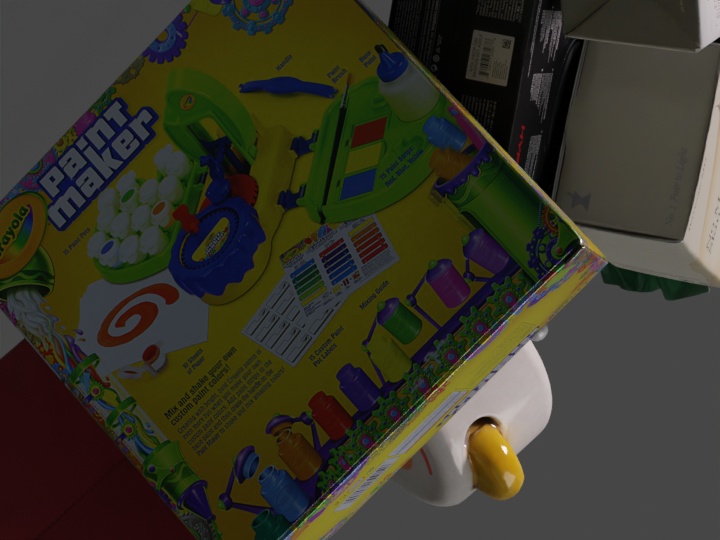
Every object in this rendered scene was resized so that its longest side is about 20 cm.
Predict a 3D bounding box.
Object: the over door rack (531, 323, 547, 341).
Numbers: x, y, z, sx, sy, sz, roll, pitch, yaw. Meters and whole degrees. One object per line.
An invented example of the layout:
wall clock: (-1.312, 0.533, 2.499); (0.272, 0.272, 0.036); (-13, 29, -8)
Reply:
over door rack: (0.021, 0.026, 1.013); (0.146, 0.067, 0.200); (-10, 168, -14)

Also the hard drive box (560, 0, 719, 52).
hard drive box: (0.173, -0.211, 0.866); (0.199, 0.076, 0.158); (-32, 124, -43)

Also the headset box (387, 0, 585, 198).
headset box: (0.081, -0.113, 0.945); (0.200, 0.076, 0.151); (-19, 121, -67)

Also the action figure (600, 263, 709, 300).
action figure: (0.161, -0.081, 1.197); (0.054, 0.201, 0.118); (-34, -162, -26)

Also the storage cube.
storage cube: (-0.168, 0.159, 0.996); (0.180, 0.171, 0.200); (-42, 169, -13)

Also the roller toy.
roller toy: (0.058, 0.100, 1.541); (0.139, 0.201, 0.182); (-38, -172, -20)

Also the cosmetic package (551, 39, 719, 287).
cosmetic package: (0.162, -0.056, 0.984); (0.200, 0.072, 0.105); (18, 84, -72)

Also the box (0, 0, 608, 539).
box: (-0.031, -0.007, 0.803); (0.200, 0.193, 0.122); (-44, 169, 7)

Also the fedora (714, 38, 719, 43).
fedora: (0.210, -0.163, 1.068); (0.200, 0.201, 0.092); (-31, 166, -48)
